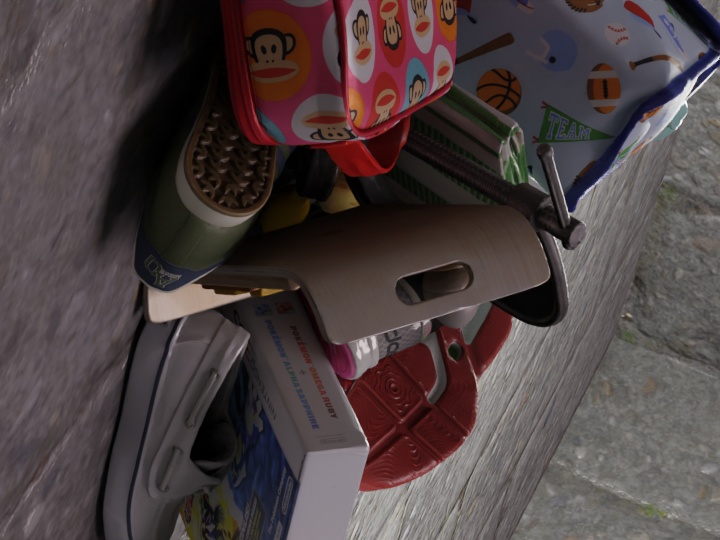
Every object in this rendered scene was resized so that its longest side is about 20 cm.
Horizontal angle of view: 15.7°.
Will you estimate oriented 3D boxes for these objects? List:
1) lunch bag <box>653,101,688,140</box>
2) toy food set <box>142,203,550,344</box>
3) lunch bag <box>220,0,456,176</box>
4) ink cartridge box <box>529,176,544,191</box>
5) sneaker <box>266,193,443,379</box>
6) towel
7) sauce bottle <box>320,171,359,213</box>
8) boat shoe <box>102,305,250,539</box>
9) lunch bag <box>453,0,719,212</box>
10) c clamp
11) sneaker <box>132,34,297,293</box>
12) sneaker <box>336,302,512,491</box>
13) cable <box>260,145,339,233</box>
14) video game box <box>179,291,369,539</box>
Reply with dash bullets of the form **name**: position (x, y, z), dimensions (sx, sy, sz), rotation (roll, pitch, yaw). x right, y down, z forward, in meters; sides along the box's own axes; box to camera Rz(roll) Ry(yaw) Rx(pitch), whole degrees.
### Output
- **lunch bag**: position (0.144, -0.174, 1.846), dimensions (0.170, 0.199, 0.122), rotation (85, 29, -66)
- **toy food set**: position (-0.012, 0.009, 1.410), dimensions (0.143, 0.200, 0.061), rotation (-17, 100, -31)
- **lunch bag**: position (-0.006, -0.137, 1.337), dimensions (0.200, 0.082, 0.177), rotation (-30, 114, -68)
- **ink cartridge box**: position (0.034, 0.019, 1.826), dimensions (0.200, 0.083, 0.145), rotation (-49, -175, 39)
- **sneaker**: position (0.000, 0.000, 1.594), dimensions (0.200, 0.087, 0.074), rotation (-126, -160, -63)
- **towel**: position (0.045, -0.059, 1.520), dimensions (0.023, 0.152, 0.200), rotation (-45, 152, -17)
- **sauce bottle**: position (-0.005, -0.090, 1.625), dimensions (0.200, 0.066, 0.066), rotation (95, 20, -65)
- **boat shoe**: position (-0.106, 0.104, 1.536), dimensions (0.074, 0.065, 0.200), rotation (-57, 165, -44)
- **lunch bag**: position (0.122, -0.147, 1.533), dimensions (0.124, 0.170, 0.200), rotation (-46, 175, 23)
- **c clamp**: position (0.054, -0.046, 1.445), dimensions (0.027, 0.200, 0.171), rotation (-43, 138, -22)
- **sneaker**: position (-0.074, -0.063, 1.394), dimensions (0.090, 0.067, 0.200), rotation (-52, -171, 35)
- **sneaker**: position (0.017, 0.087, 1.625), dimensions (0.115, 0.078, 0.200), rotation (-40, -175, 43)
- **cable**: position (-0.023, -0.071, 1.500), dimensions (0.200, 0.050, 0.097), rotation (169, -58, -74)
- **video game box**: position (-0.059, 0.118, 1.578), dimensions (0.182, 0.047, 0.201), rotation (-114, -150, -46)
